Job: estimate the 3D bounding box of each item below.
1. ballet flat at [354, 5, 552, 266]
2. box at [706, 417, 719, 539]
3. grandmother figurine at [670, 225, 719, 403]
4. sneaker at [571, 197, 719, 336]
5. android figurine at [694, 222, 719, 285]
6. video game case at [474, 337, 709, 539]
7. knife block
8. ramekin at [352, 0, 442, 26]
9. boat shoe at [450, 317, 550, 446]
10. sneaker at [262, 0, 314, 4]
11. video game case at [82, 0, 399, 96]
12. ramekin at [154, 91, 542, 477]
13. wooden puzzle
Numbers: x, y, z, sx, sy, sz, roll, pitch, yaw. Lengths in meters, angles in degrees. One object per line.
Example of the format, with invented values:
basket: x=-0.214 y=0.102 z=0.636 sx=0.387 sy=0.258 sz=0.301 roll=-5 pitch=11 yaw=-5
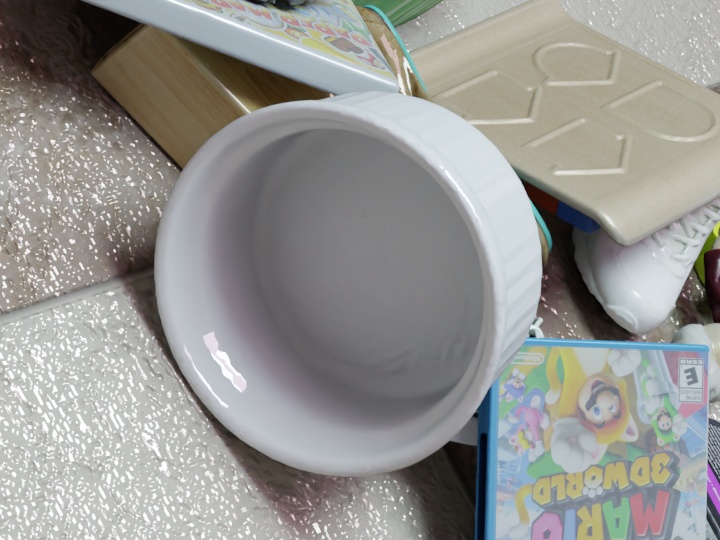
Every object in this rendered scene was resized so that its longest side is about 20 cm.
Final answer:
ballet flat: x=0.031 y=-0.068 z=1.714 sx=0.072 sy=0.068 sz=0.200 roll=-36 pitch=91 yaw=-33
box: x=0.243 y=0.159 z=1.737 sx=0.200 sy=0.036 sz=0.143 roll=22 pitch=34 yaw=-49
grandmother figurine: x=0.270 y=0.021 z=1.860 sx=0.200 sy=0.061 sz=0.121 roll=-37 pitch=80 yaw=-32
sneaker: x=0.201 y=-0.041 z=1.840 sx=0.078 sy=0.099 sz=0.200 roll=42 pitch=39 yaw=-19
android figurine: x=0.300 y=-0.019 z=1.954 sx=0.182 sy=0.041 sz=0.200 roll=47 pitch=48 yaw=-1
video game case: x=0.129 y=0.139 z=1.585 sx=0.143 sy=0.018 sz=0.201 roll=3 pitch=87 yaw=-26
knife block: x=-0.042 y=-0.051 z=1.610 sx=0.200 sy=0.064 sz=0.176 roll=9 pitch=55 yaw=-44
ramekin: x=0.006 y=-0.250 z=1.789 sx=0.200 sy=0.098 sz=0.201 roll=28 pitch=44 yaw=-31
boat shoe: x=0.101 y=0.064 z=1.621 sx=0.199 sy=0.068 sz=0.074 roll=6 pitch=10 yaw=-14
sneaker: x=-0.076 y=-0.203 z=1.555 sx=0.200 sy=0.079 sz=0.075 roll=13 pitch=27 yaw=-36
video game case: x=-0.087 y=-0.168 z=1.601 sx=0.199 sy=0.023 sz=0.182 roll=19 pitch=23 yaw=-26
ramekin: x=0.000 y=0.000 z=1.514 sx=0.201 sy=0.200 sz=0.098 roll=56 pitch=30 yaw=2
wooden puzzle: x=0.138 y=-0.089 z=1.793 sx=0.200 sy=0.046 sz=0.185 roll=35 pitch=40 yaw=27
